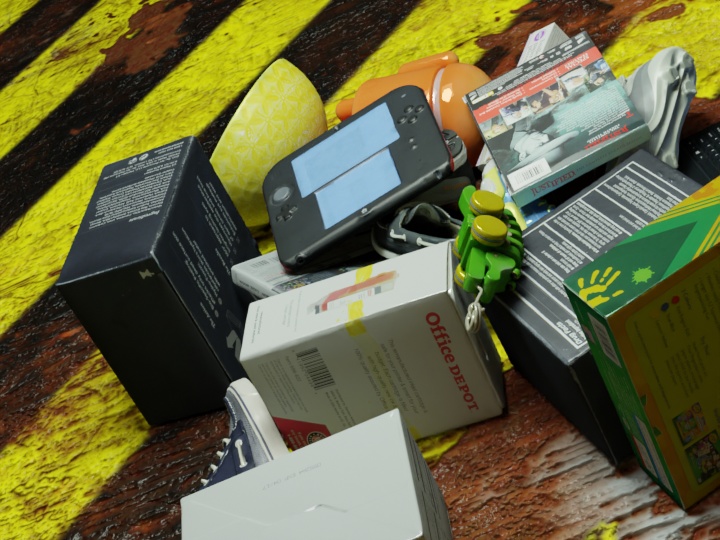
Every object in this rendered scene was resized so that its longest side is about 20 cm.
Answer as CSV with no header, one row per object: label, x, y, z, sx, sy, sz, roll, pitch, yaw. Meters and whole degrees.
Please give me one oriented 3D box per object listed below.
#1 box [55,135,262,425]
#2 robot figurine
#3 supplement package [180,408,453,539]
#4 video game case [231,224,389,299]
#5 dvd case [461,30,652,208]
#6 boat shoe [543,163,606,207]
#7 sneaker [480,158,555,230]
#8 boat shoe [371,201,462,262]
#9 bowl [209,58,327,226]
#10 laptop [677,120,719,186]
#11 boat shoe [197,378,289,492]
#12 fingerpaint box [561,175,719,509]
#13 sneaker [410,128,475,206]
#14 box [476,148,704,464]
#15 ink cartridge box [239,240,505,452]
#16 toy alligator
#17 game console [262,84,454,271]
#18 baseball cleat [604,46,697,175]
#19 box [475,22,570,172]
box,-0.190,0.009,1.598,0.116,0.198,0.201,-15,35,19
robot figurine,0.069,-0.158,1.714,0.198,0.118,0.144,-9,22,25
supplement package,-0.030,0.231,1.256,0.198,0.112,0.156,-23,32,8
video game case,0.000,0.000,1.571,0.198,0.024,0.181,-20,26,-29
dvd case,0.188,-0.152,1.550,0.145,0.022,0.201,-28,34,7
boat shoe,0.211,-0.118,1.595,0.071,0.068,0.201,-15,35,19
sneaker,0.172,-0.035,1.516,0.104,0.076,0.202,-10,47,11
boat shoe,0.065,-0.036,1.529,0.075,0.061,0.200,-17,25,-22
bowl,-0.089,-0.123,1.767,0.107,0.201,0.201,30,53,5
laptop,0.363,-0.139,1.480,0.198,0.104,0.178,-26,32,3
boat shoe,-0.112,0.175,1.424,0.092,0.075,0.200,-25,33,-8
fingerpaint box,0.265,0.051,1.202,0.166,0.201,0.073,-33,32,-7
sneaker,0.028,-0.079,1.643,0.198,0.080,0.074,-12,39,27
box,0.226,0.026,1.335,0.197,0.124,0.200,-32,31,-7
ink cartridge box,0.014,0.078,1.404,0.198,0.146,0.084,-17,32,16
toy alligator,0.111,-0.007,1.314,0.054,0.060,0.201,13,34,-8
game console,-0.007,-0.098,1.596,0.199,0.031,0.178,-31,31,10
baseball cleat,0.270,-0.126,1.551,0.106,0.070,0.201,-23,33,57
box,0.175,-0.174,1.660,0.039,0.041,0.201,-22,36,47
